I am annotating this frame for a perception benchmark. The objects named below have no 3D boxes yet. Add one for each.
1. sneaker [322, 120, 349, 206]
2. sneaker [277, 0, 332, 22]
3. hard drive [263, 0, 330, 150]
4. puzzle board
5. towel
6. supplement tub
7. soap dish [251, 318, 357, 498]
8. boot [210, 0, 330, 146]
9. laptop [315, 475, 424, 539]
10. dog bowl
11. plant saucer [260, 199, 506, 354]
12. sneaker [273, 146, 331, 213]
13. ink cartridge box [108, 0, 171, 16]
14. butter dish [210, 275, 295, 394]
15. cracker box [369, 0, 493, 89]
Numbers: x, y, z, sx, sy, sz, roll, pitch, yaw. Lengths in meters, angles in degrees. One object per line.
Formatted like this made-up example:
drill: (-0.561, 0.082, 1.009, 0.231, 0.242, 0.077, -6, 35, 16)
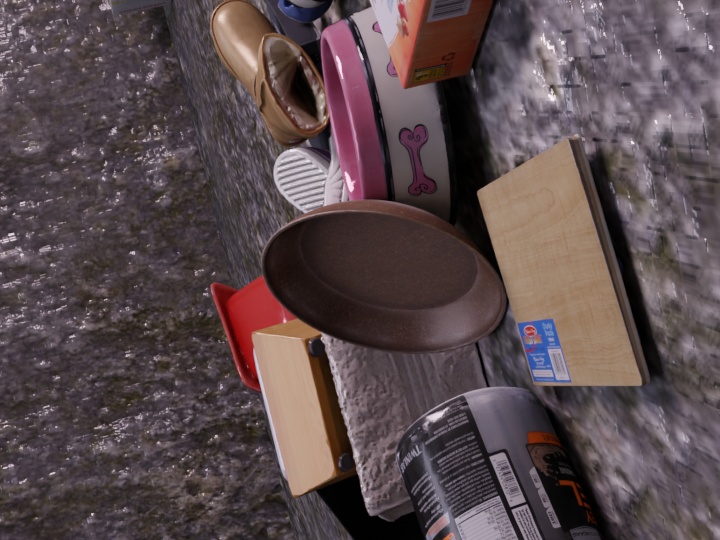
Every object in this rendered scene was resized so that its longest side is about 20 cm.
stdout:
sneaker: (0.012, -0.100, 1.103, 0.075, 0.084, 0.201, 81, -167, -76)
sneaker: (-0.060, -0.344, 1.147, 0.200, 0.080, 0.115, 71, 166, -12)
hard drive: (-0.053, -0.199, 1.309, 0.140, 0.033, 0.201, -117, 8, -47)
puzzle board: (0.131, 0.002, 0.788, 0.200, 0.017, 0.152, 151, 103, -79)
towel: (0.045, 0.111, 1.050, 0.034, 0.132, 0.201, 155, 100, -82)
supplement tub: (0.111, 0.196, 0.862, 0.123, 0.122, 0.201, 93, 159, -58)
soap dish: (0.004, 0.111, 1.131, 0.081, 0.199, 0.158, -13, 91, 50)
boot: (-0.086, -0.202, 1.149, 0.176, 0.066, 0.200, 57, 176, -4)
laptop: (0.006, 0.239, 1.332, 0.178, 0.103, 0.200, 54, 170, -9)
dog bowl: (0.019, -0.121, 0.972, 0.200, 0.073, 0.201, 168, 90, -86)
plant saucer: (0.021, 0.001, 0.957, 0.201, 0.199, 0.037, 93, -171, -57)
sneaker: (0.016, -0.054, 1.183, 0.201, 0.114, 0.073, 48, 116, 18)
ink cartridge box: (-0.516, -0.693, 2.706, 0.200, 0.144, 0.145, 132, 122, -76)
butter dish: (-0.078, 0.077, 1.609, 0.200, 0.148, 0.200, 27, -151, -43)
cracker box: (0.031, -0.251, 0.842, 0.134, 0.057, 0.201, 103, 151, -67)
